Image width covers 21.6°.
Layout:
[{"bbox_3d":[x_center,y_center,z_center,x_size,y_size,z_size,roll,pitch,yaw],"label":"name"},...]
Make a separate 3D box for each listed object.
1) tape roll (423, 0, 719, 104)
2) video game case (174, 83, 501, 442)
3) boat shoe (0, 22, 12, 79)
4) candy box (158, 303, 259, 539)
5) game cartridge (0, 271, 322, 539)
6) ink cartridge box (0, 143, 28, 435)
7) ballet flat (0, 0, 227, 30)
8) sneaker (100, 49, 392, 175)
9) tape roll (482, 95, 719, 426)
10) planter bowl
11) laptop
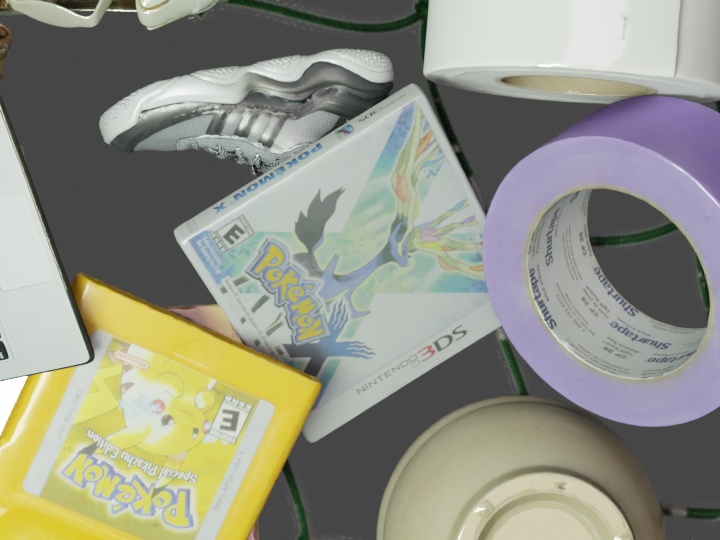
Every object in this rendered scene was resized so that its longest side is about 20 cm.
[{"bbox_3d":[0.143,-0.152,1.223,0.202,0.202,0.071,5,89,-2],"label":"tape roll"},{"bbox_3d":[0.000,0.000,1.251,0.182,0.022,0.200,-32,126,-2],"label":"video game case"},{"bbox_3d":[-0.300,-0.152,1.210,0.076,0.200,0.072,41,106,22],"label":"boat shoe"},{"bbox_3d":[-0.130,0.124,1.282,0.117,0.056,0.200,-3,88,-3],"label":"candy box"},{"bbox_3d":[-0.144,0.126,1.221,0.176,0.032,0.200,25,91,-13],"label":"game cartridge"},{"bbox_3d":[-0.280,0.023,1.261,0.145,0.084,0.200,-13,90,-2],"label":"ink cartridge box"},{"bbox_3d":[-0.159,-0.190,1.275,0.200,0.067,0.064,2,59,2],"label":"ballet flat"},{"bbox_3d":[-0.069,-0.078,1.268,0.200,0.075,0.114,-11,87,-5],"label":"sneaker"},{"bbox_3d":[0.185,-0.006,1.225,0.085,0.200,0.200,-35,91,-47],"label":"tape roll"},{"bbox_3d":[0.114,0.186,1.253,0.200,0.135,0.200,0,89,-3],"label":"planter bowl"},{"bbox_3d":[-0.297,0.007,1.137,0.200,0.116,0.187,-12,106,22],"label":"laptop"}]
